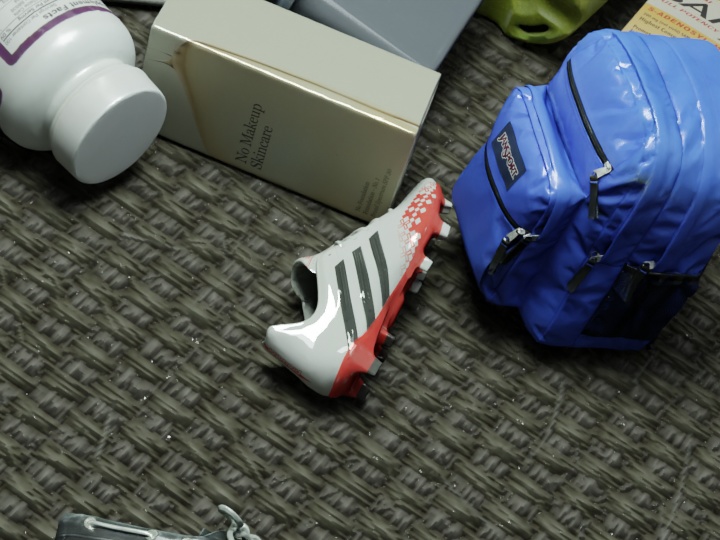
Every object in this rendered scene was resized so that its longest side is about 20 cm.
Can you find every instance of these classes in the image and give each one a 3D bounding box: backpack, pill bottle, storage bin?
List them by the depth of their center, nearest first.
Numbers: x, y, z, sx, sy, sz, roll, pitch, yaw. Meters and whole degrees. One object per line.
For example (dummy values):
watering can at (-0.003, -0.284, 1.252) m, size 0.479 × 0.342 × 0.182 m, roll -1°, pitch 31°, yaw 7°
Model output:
backpack at (0.168, -0.059, 1.356) m, size 0.166 × 0.200 × 0.164 m, roll 3°, pitch 51°, yaw -31°
pill bottle at (-0.226, -0.155, 1.385) m, size 0.112 × 0.113 × 0.200 m, roll -29°, pitch 65°, yaw -35°
storage bin at (0.016, -0.206, 1.500) m, size 0.134 × 0.146 × 0.201 m, roll 33°, pitch 48°, yaw -2°

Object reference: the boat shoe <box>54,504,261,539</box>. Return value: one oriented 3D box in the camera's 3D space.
boat shoe at (-0.083, 0.178, 1.174) m, size 0.197 × 0.074 × 0.069 m, roll 6°, pitch 63°, yaw -1°

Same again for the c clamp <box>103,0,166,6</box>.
c clamp at (-0.177, -0.269, 1.555) m, size 0.198 × 0.027 × 0.172 m, roll 9°, pitch 49°, yaw -10°

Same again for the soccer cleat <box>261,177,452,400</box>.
soccer cleat at (0.000, 0.000, 1.358) m, size 0.085 × 0.069 × 0.201 m, roll 27°, pitch 52°, yaw 0°

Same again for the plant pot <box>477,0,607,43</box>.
plant pot at (0.164, -0.286, 1.591) m, size 0.199 × 0.201 × 0.185 m, roll 33°, pitch 60°, yaw 11°

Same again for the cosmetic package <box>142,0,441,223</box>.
cosmetic package at (-0.054, -0.122, 1.419) m, size 0.198 × 0.104 × 0.073 m, roll 21°, pitch 48°, yaw 2°

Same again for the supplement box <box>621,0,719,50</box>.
supplement box at (0.259, -0.150, 1.564) m, size 0.125 × 0.074 × 0.200 m, roll 33°, pitch 48°, yaw 10°
